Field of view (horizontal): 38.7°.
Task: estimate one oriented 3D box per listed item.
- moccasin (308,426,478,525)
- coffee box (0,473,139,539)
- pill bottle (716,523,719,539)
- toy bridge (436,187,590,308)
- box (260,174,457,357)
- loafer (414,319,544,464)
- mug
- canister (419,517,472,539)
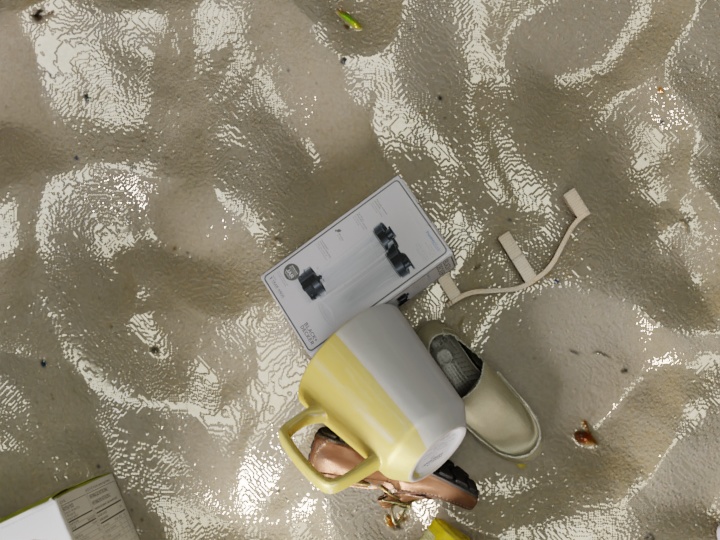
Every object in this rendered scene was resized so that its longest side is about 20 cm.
[{"bbox_3d":[0.035,0.239,1.163,0.197,0.074,0.079,12,97,1],"label":"moccasin"},{"bbox_3d":[-0.349,0.361,1.116,0.197,0.200,0.201,-25,86,1],"label":"coffee box"},{"bbox_3d":[0.499,0.280,1.113,0.198,0.109,0.110,-30,86,1],"label":"pill bottle"},{"bbox_3d":[0.182,-0.013,1.187,0.198,0.027,0.068,-34,86,3],"label":"toy bridge"},{"bbox_3d":[0.000,0.000,1.170,0.199,0.060,0.117,-37,71,1],"label":"box"},{"bbox_3d":[0.130,0.141,1.163,0.076,0.068,0.200,-45,86,1],"label":"loafer"},{"bbox_3d":[0.023,0.157,1.108,0.187,0.149,0.153,-47,65,4],"label":"mug"},{"bbox_3d":[0.080,0.394,1.129,0.148,0.086,0.201,37,87,-22],"label":"canister"}]
